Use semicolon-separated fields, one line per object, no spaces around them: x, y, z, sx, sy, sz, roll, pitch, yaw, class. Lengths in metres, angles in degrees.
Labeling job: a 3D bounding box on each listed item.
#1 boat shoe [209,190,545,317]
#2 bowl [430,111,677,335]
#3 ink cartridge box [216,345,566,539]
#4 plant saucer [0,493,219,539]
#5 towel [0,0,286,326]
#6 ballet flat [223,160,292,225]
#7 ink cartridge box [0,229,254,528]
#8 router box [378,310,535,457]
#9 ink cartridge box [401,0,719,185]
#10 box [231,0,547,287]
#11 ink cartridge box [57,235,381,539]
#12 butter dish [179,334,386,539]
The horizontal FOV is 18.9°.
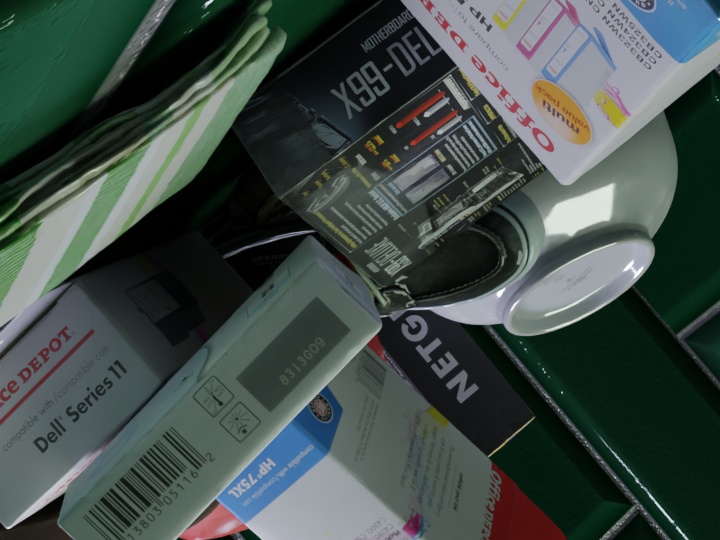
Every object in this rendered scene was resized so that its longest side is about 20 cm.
0.000;0.000;1.157;0.199;0.073;0.071;-9;-160;27;boat shoe
0.105;-0.026;1.229;0.200;0.091;0.201;-24;157;-11;bowl
0.014;0.120;1.112;0.067;0.200;0.116;-41;-166;24;ink cartridge box
-0.170;0.125;1.149;0.199;0.030;0.200;-11;-171;2;plant saucer
-0.119;-0.015;0.807;0.200;0.023;0.153;-40;176;-28;towel
0.015;-0.084;1.099;0.200;0.046;0.067;-40;175;-12;ballet flat
-0.132;0.054;1.059;0.117;0.067;0.200;-43;175;20;ink cartridge box
0.025;0.045;1.454;0.052;0.200;0.157;-38;176;-9;router box
0.099;-0.133;0.799;0.125;0.129;0.200;-38;175;-20;ink cartridge box
0.039;-0.074;1.019;0.157;0.050;0.200;-36;162;5;box
-0.067;0.049;1.011;0.160;0.047;0.200;-46;-169;4;ink cartridge box
-0.057;0.094;1.294;0.199;0.148;0.200;-26;157;-25;butter dish
